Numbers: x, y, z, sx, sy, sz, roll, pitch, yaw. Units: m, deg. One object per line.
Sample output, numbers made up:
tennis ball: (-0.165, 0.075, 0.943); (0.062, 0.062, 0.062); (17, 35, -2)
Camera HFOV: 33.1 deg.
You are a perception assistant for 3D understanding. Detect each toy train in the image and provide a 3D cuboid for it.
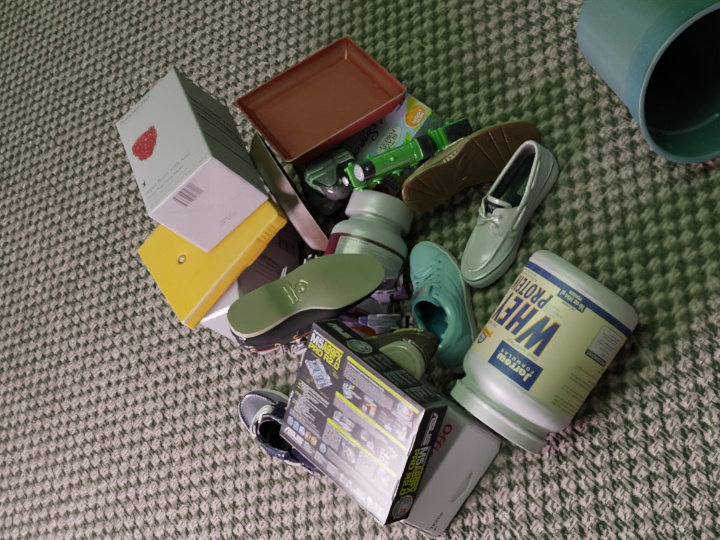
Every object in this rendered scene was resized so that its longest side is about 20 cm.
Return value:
toy train: (0.066, -0.157, 1.629); (0.042, 0.199, 0.056); (66, 157, -1)

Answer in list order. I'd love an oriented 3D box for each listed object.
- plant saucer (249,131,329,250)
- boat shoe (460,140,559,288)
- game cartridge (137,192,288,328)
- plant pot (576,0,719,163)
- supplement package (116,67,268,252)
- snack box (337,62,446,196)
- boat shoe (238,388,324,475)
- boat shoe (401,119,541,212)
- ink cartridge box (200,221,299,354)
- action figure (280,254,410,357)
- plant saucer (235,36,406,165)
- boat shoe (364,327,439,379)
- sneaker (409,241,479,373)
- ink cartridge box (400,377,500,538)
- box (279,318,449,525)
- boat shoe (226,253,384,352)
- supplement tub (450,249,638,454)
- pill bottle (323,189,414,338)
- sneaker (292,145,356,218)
plant saucer: (-0.101, -0.104, 1.708); (0.032, 0.200, 0.201); (-34, 49, 0)
boat shoe: (0.179, -0.076, 1.555); (0.073, 0.065, 0.201); (24, 85, 39)
game cartridge: (-0.205, -0.046, 1.663); (0.200, 0.032, 0.176); (-47, 47, 8)
plant pot: (0.363, -0.261, 1.424); (0.200, 0.200, 0.196); (-46, 40, 11)
supplement package: (-0.229, -0.150, 1.633); (0.121, 0.120, 0.201); (-41, 48, 14)
snack box: (0.019, -0.206, 1.761); (0.143, 0.053, 0.200); (-53, 45, 7)
boat shoe: (-0.120, 0.205, 1.644); (0.199, 0.093, 0.075); (24, 85, 43)
boat shoe: (0.143, -0.148, 1.616); (0.199, 0.072, 0.065); (-24, 19, 8)
ink cartridge box: (-0.159, -0.002, 1.733); (0.083, 0.145, 0.201); (-24, 55, 28)
action figure: (-0.037, 0.044, 1.538); (0.198, 0.069, 0.131); (-3, 83, 10)
plant saucer: (-0.055, -0.237, 1.735); (0.199, 0.037, 0.200); (-32, 43, -8)
boat shoe: (0.013, 0.116, 1.488); (0.199, 0.072, 0.059); (-21, 13, 44)
sneaker: (0.097, 0.033, 1.559); (0.074, 0.082, 0.201); (-35, 51, 19)
ink cartridge box: (0.053, 0.209, 1.506); (0.200, 0.084, 0.146); (35, 92, 44)
box: (-0.001, 0.175, 1.424); (0.200, 0.044, 0.161); (34, 116, 37)
boat shoe: (-0.065, 0.038, 1.484); (0.200, 0.063, 0.074); (-23, 61, -6)
supplement tub: (0.208, 0.094, 1.394); (0.145, 0.145, 0.201); (36, 93, 44)
pill bottle: (0.000, 0.000, 1.636); (0.109, 0.109, 0.201); (8, 74, 41)
sneaker: (-0.041, -0.118, 1.727); (0.075, 0.116, 0.200); (-25, 31, -8)
